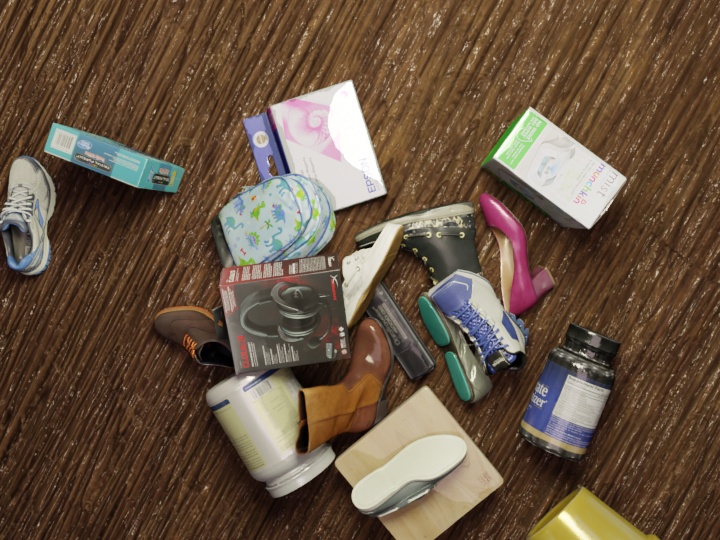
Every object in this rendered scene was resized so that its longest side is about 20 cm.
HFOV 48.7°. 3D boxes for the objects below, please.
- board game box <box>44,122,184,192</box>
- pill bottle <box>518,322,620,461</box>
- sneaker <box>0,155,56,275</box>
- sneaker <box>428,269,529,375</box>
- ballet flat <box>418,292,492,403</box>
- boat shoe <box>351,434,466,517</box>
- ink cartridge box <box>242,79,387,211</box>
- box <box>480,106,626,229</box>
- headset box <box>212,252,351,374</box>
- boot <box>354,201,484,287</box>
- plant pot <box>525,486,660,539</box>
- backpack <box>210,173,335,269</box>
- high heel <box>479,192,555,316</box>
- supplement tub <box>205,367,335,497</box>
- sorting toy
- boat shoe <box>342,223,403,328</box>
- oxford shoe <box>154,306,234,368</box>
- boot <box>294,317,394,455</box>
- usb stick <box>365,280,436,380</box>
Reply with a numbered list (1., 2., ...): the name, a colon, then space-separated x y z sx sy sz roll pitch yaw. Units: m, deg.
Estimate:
1. board game box: -0.380 -0.172 1.255 0.150 0.200 0.047 21 94 2
2. pill bottle: 0.340 0.193 1.280 0.111 0.112 0.201 21 93 2
3. sneaker: -0.558 -0.092 1.326 0.076 0.085 0.202 -3 92 3
4. sneaker: 0.201 0.093 1.246 0.199 0.115 0.080 39 116 -22
5. ballet flat: 0.160 0.120 1.319 0.063 0.067 0.201 -25 92 -23
6. boat shoe: 0.082 0.329 1.267 0.199 0.073 0.062 -29 135 -2
7. ink cartridge box: -0.077 -0.190 1.318 0.198 0.043 0.198 -18 92 2
8. box: 0.289 -0.153 1.221 0.176 0.200 0.097 37 95 0
9. headset box: -0.121 0.066 1.205 0.198 0.077 0.150 -7 111 -3
10. boot: 0.102 -0.020 1.302 0.202 0.073 0.155 -14 95 5
11. plant pot: 0.371 0.459 1.260 0.201 0.201 0.189 -44 75 4
12. backpack: -0.136 -0.067 1.262 0.199 0.154 0.164 -22 69 6
13. high heel: 0.230 -0.025 1.293 0.096 0.067 0.201 -36 94 -6
14. supplement tub: -0.143 0.248 1.291 0.144 0.145 0.201 -31 91 4
15. sorting toy: 0.096 0.325 1.321 0.198 0.070 0.200 -40 91 4
16. boat shoe: 0.000 0.000 1.269 0.069 0.071 0.201 36 115 13
17. oxford shoe: -0.265 0.111 1.309 0.199 0.073 0.072 13 114 20
18. boot: -0.035 0.176 1.260 0.068 0.199 0.190 15 103 37
19. usb stick: 0.055 0.091 1.330 0.055 0.033 0.201 -33 91 14
